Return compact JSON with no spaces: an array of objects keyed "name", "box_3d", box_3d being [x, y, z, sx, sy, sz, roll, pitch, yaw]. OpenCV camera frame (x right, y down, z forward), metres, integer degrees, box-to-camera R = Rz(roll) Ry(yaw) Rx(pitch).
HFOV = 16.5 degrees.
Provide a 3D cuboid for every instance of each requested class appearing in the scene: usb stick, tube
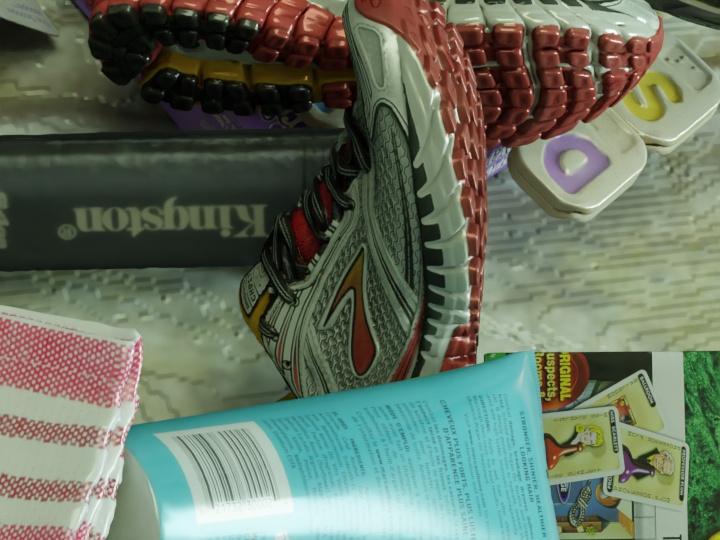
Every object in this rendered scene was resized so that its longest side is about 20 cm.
[{"name":"usb stick","box_3d":[-0.058,-0.024,0.854,0.199,0.056,0.033,-1,44,-1]},{"name":"tube","box_3d":[-0.004,0.066,0.726,0.199,0.050,0.078,-1,85,-47]}]

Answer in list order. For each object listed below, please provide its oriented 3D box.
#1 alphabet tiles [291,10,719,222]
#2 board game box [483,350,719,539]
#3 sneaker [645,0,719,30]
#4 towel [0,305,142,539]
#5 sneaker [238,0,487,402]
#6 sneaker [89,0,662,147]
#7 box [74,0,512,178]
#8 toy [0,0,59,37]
[{"name":"alphabet tiles","box_3d":[0.043,-0.111,0.943,0.200,0.015,0.195,46,58,10]},{"name":"board game box","box_3d":[0.092,0.125,0.802,0.104,0.023,0.201,-1,81,3]},{"name":"sneaker","box_3d":[0.087,-0.139,0.928,0.200,0.081,0.074,35,84,23]},{"name":"towel","box_3d":[-0.144,0.085,0.595,0.146,0.030,0.201,15,61,0]},{"name":"sneaker","box_3d":[0.000,0.000,0.807,0.082,0.201,0.078,3,33,1]},{"name":"sneaker","box_3d":[0.009,-0.100,0.863,0.199,0.078,0.083,9,62,-9]},{"name":"box","box_3d":[-0.025,-0.106,0.949,0.137,0.039,0.200,-33,75,-30]},{"name":"toy","box_3d":[-0.179,-0.179,0.901,0.200,0.047,0.115,52,19,19]}]
